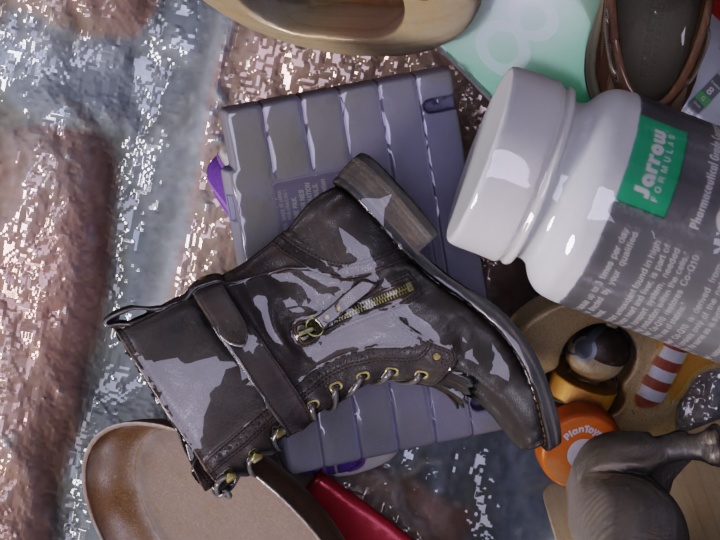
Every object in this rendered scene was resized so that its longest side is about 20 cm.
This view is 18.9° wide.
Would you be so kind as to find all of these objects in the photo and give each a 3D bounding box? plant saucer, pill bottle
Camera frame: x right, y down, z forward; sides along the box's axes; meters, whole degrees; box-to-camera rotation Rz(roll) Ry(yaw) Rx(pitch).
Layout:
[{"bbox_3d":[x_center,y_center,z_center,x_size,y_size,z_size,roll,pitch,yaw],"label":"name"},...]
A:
[{"bbox_3d":[-0.069,0.156,1.203,0.200,0.032,0.200,25,138,25],"label":"plant saucer"},{"bbox_3d":[0.152,-0.023,1.087,0.200,0.113,0.113,20,99,-5],"label":"pill bottle"}]

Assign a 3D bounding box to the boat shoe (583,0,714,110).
[{"bbox_3d":[0.160,-0.172,1.127,0.076,0.072,0.200,2,93,-2],"label":"boat shoe"}]

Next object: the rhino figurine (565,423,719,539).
[{"bbox_3d":[0.149,0.158,1.091,0.087,0.200,0.060,-11,137,11],"label":"rhino figurine"}]

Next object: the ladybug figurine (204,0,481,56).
[{"bbox_3d":[-0.018,-0.179,1.164,0.200,0.136,0.072,10,56,29],"label":"ladybug figurine"}]

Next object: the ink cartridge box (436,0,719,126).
[{"bbox_3d":[0.162,-0.143,1.183,0.161,0.050,0.200,45,102,0],"label":"ink cartridge box"}]

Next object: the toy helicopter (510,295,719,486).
[{"bbox_3d":[0.172,0.032,1.185,0.200,0.079,0.132,-10,114,-8],"label":"toy helicopter"}]

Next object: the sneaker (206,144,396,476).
[{"bbox_3d":[-0.046,0.026,1.215,0.083,0.081,0.200,-21,94,15],"label":"sneaker"}]

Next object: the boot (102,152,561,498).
[{"bbox_3d":[-0.013,0.056,1.111,0.174,0.069,0.200,-40,93,-7],"label":"boot"}]

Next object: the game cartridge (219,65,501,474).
[{"bbox_3d":[0.000,0.000,1.157,0.129,0.038,0.200,-10,101,-5],"label":"game cartridge"}]

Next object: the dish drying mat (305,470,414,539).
[{"bbox_3d":[0.033,0.200,1.241,0.200,0.018,0.077,38,106,-7],"label":"dish drying mat"}]

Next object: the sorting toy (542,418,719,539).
[{"bbox_3d":[0.217,0.168,1.146,0.199,0.200,0.070,-22,127,7],"label":"sorting toy"}]
